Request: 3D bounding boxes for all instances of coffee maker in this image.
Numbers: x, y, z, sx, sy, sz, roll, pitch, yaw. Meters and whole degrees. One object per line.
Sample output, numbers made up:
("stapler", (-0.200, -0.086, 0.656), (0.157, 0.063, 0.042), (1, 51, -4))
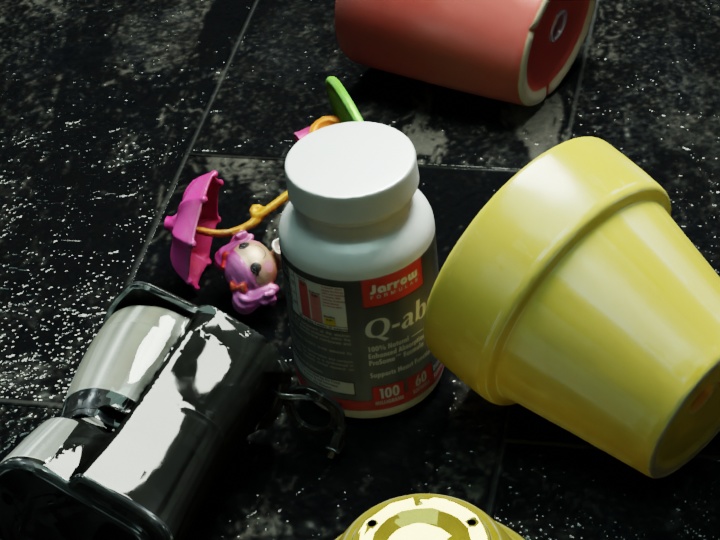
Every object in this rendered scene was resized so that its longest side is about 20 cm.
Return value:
("coffee maker", (-0.133, 0.126, 1.421), (0.191, 0.135, 0.200), (9, 41, 17))

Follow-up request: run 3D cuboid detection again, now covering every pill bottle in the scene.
("pill bottle", (0.000, 0.000, 1.509), (0.115, 0.201, 0.116), (-4, 38, 3))

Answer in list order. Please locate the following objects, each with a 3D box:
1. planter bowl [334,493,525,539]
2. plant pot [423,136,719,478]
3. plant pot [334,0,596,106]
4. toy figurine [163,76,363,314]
("planter bowl", (0.041, 0.206, 1.339), (0.199, 0.084, 0.201), (-4, 37, 3))
("plant pot", (0.178, 0.038, 1.459), (0.200, 0.201, 0.189), (-33, 60, -31))
("plant pot", (0.103, -0.245, 1.830), (0.177, 0.201, 0.200), (25, 47, 22))
("toy figurine", (-0.060, -0.029, 1.646), (0.183, 0.150, 0.201), (-26, 65, -4))
